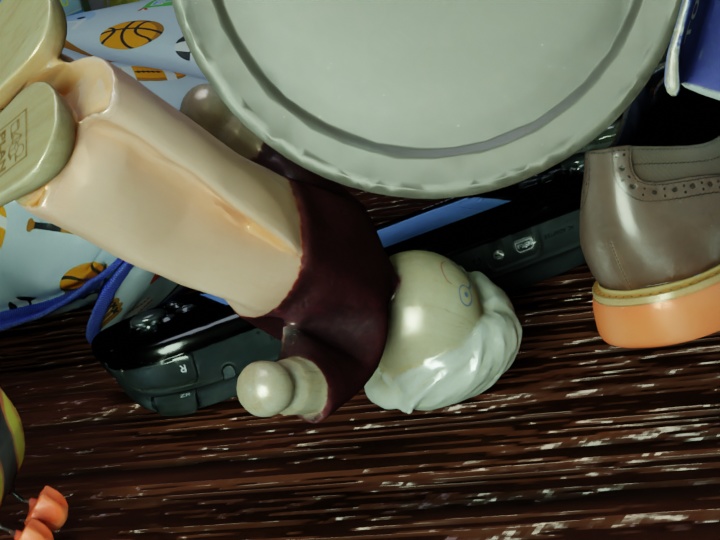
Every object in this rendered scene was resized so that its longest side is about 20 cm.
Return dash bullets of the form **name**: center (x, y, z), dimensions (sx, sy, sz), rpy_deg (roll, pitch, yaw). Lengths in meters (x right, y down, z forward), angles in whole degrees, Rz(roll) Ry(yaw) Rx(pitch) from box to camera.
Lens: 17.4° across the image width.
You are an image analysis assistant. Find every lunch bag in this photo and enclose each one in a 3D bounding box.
- **lunch bag**: center (-0.105, -0.046, 0.969), dimensions (0.199, 0.124, 0.170), rpy_deg (-15, 13, 37)

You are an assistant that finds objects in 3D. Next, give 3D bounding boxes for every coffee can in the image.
- **coffee can**: center (0.025, -0.099, 0.731), dimensions (0.145, 0.147, 0.200), rpy_deg (-15, 2, 5)

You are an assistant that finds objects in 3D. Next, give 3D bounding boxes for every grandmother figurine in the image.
- **grandmother figurine**: center (-0.027, -0.007, 0.700), dimensions (0.060, 0.199, 0.122), rpy_deg (-28, 50, 36)

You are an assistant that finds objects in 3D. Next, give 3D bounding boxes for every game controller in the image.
- **game controller**: center (0.000, 0.000, 0.848), dimensions (0.199, 0.042, 0.104), rpy_deg (-20, 16, -12)

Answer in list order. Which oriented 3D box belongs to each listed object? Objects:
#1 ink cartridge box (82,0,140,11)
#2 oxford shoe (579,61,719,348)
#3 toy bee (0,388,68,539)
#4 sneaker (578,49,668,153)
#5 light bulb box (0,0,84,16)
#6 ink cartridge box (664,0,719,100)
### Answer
- **ink cartridge box**: center (-0.128, -0.139, 1.261), dimensions (0.199, 0.146, 0.048), rpy_deg (-6, 20, 35)
- **oxford shoe**: center (0.135, -0.045, 0.798), dimensions (0.071, 0.073, 0.200), rpy_deg (-7, 18, 33)
- **toy bee**: center (-0.151, 0.064, 0.719), dimensions (0.200, 0.109, 0.131), rpy_deg (-30, 20, 47)
- **sneaker**: center (0.140, -0.103, 0.862), dimensions (0.200, 0.074, 0.079), rpy_deg (-44, -20, 29)
- **light bulb box**: center (-0.236, -0.089, 1.102), dimensions (0.198, 0.201, 0.124), rpy_deg (-28, 21, -34)
- **ink cartridge box**: center (0.139, -0.146, 0.674), dimensions (0.040, 0.201, 0.200), rpy_deg (17, 13, 10)
